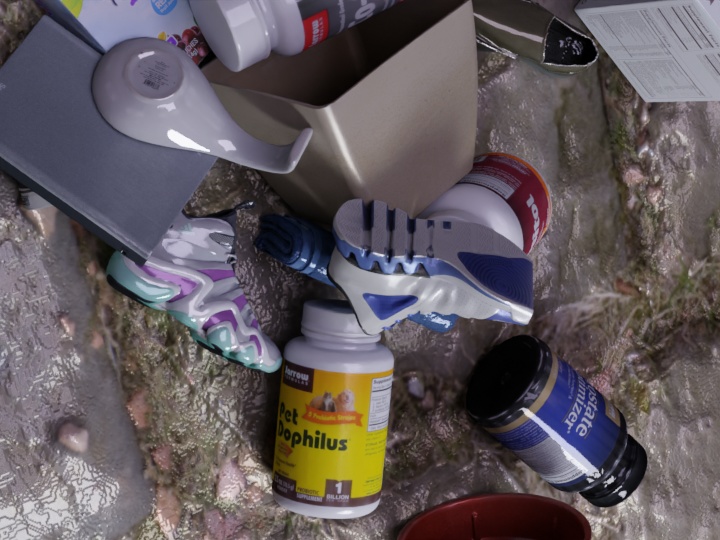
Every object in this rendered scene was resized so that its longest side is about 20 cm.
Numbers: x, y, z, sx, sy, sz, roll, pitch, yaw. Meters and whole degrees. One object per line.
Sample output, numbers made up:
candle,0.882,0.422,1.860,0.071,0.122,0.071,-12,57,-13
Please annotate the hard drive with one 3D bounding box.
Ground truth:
hard drive,-0.236,-0.115,1.437,0.200,0.033,0.140,35,60,-7

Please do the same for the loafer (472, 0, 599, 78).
loafer,0.171,-0.257,1.715,0.199,0.070,0.076,14,87,-31

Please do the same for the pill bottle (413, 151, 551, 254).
pill bottle,0.116,-0.041,1.623,0.200,0.112,0.113,-44,121,-63

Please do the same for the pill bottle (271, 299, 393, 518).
pill bottle,-0.026,0.133,1.598,0.109,0.109,0.201,1,99,-31

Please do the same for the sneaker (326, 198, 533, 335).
sneaker,0.054,0.010,1.507,0.199,0.115,0.081,18,49,-9

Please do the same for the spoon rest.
spoon rest,-0.142,-0.138,1.443,0.199,0.061,0.100,26,65,3

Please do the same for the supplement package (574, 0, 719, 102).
supplement package,0.371,-0.285,1.756,0.151,0.200,0.152,47,72,-25

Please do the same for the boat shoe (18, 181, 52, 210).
boat shoe,-0.218,-0.110,1.496,0.199,0.071,0.064,-18,104,-27

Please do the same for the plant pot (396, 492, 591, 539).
plant pot,0.145,0.362,1.692,0.200,0.201,0.196,-16,111,-29

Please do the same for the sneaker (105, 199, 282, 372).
sneaker,-0.128,0.000,1.554,0.200,0.078,0.140,36,77,-28

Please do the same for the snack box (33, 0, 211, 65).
snack box,-0.189,-0.277,1.501,0.200,0.068,0.169,-51,117,-18

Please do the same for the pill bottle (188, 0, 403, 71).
pill bottle,-0.047,-0.263,1.476,0.199,0.114,0.114,-29,108,-16

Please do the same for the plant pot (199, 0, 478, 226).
plant pot,-0.003,-0.145,1.553,0.200,0.199,0.178,-39,126,-27

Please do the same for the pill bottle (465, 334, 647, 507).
pill bottle,0.214,0.167,1.752,0.200,0.112,0.112,40,74,-27

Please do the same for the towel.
towel,0.000,0.000,1.608,0.199,0.112,0.049,24,93,-28
